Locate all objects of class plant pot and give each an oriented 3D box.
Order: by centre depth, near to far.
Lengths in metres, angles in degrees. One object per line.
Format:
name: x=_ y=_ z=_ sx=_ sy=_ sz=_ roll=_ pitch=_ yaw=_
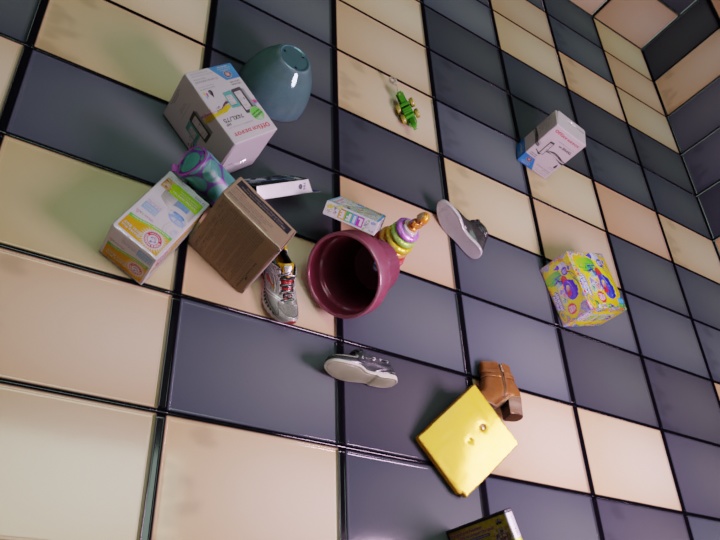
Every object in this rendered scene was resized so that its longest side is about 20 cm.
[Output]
plant pot: x=0.000 y=0.000 z=1.647 sx=0.202 sy=0.199 sz=0.178 roll=58 pitch=28 yaw=9
plant pot: x=-0.205 y=-0.518 z=1.859 sx=0.198 sy=0.135 sz=0.203 roll=20 pitch=51 yaw=-27

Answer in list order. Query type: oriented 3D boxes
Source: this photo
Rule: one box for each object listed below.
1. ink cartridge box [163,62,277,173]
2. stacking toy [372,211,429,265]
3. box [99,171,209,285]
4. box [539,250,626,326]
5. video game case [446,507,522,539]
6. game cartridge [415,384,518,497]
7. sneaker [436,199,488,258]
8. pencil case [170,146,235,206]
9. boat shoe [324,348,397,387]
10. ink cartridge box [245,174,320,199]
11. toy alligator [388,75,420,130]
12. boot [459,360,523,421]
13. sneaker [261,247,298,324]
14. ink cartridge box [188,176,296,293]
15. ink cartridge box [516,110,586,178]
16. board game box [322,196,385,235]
ink cartridge box: x=-0.327 y=-0.348 z=1.637 sx=0.201 sy=0.146 sz=0.146 roll=53 pitch=44 yaw=4
stacking toy: x=0.108 y=-0.089 z=1.770 sx=0.109 sy=0.200 sz=0.117 roll=38 pitch=46 yaw=-11
box: x=-0.416 y=-0.087 z=1.422 sx=0.112 sy=0.101 sz=0.201 roll=40 pitch=45 yaw=-8
box: x=0.698 y=0.060 z=2.199 sx=0.190 sy=0.122 sz=0.203 roll=1 pitch=61 yaw=-36
video game case: x=0.272 y=0.603 z=1.433 sx=0.025 sy=0.200 sz=0.183 roll=-3 pitch=63 yaw=-36
game cartridge: x=0.249 y=0.398 z=1.633 sx=0.199 sy=0.032 sz=0.177 roll=-36 pitch=86 yaw=-23
sneaker: x=0.301 y=-0.137 z=2.056 sx=0.201 sy=0.070 sz=0.099 roll=51 pitch=42 yaw=-7
pencil case: x=-0.314 y=-0.177 z=1.523 sx=0.200 sy=0.091 sz=0.086 roll=52 pitch=33 yaw=-46
boat shoe: x=0.000 y=0.209 z=1.575 sx=0.197 sy=0.074 sz=0.067 roll=17 pitch=50 yaw=-30
ink cartridge box: x=-0.199 y=-0.202 z=1.679 sx=0.198 sy=0.098 sz=0.040 roll=-14 pitch=111 yaw=-44
toy alligator: x=0.139 y=-0.517 z=2.195 sx=0.054 sy=0.058 sz=0.203 roll=52 pitch=14 yaw=-70
boot: x=0.320 y=0.296 z=1.783 sx=0.197 sy=0.074 sz=0.157 roll=19 pitch=44 yaw=-27
sneaker: x=-0.179 y=0.024 z=1.550 sx=0.077 sy=0.082 sz=0.203 roll=-2 pitch=63 yaw=-39
ink cartridge box: x=-0.251 y=-0.070 z=1.471 sx=0.165 sy=0.200 sz=0.075 roll=44 pitch=45 yaw=-6
ink cartridge box: x=0.667 y=-0.439 z=2.453 sx=0.144 sy=0.200 sz=0.085 roll=28 pitch=47 yaw=-19
board game box: x=-0.011 y=-0.137 z=1.724 sx=0.133 sy=0.035 sz=0.200 roll=24 pitch=11 yaw=3
